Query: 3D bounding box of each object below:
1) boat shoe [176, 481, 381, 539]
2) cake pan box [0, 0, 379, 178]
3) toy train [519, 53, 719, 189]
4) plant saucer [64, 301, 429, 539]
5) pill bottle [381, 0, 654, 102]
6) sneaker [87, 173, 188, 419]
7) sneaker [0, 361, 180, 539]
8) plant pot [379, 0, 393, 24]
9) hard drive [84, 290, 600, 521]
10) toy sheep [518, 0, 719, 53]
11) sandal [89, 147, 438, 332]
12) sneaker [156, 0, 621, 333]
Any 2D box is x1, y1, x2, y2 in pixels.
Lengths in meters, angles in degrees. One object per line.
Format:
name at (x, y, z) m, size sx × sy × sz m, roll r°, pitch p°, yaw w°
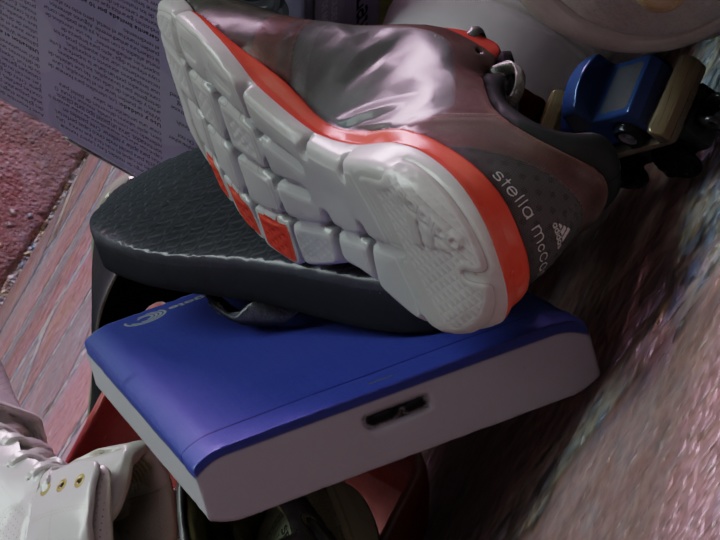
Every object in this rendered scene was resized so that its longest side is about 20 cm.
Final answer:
boat shoe at (-0.023, 0.116, 0.932) m, size 0.072 × 0.066 × 0.201 m, roll -56°, pitch 22°, yaw 15°
cake pan box at (-0.084, -0.117, 1.092) m, size 0.052 × 0.199 × 0.185 m, roll -43°, pitch -30°, yaw -37°
toy train at (0.052, -0.043, 0.992) m, size 0.200 × 0.046 × 0.034 m, roll -12°, pitch 48°, yaw 56°
plant saucer at (-0.063, 0.130, 1.087) m, size 0.200 × 0.037 × 0.200 m, roll 26°, pitch 88°, yaw 55°
pill bottle at (0.079, -0.143, 1.060) m, size 0.201 × 0.111 × 0.111 m, roll -66°, pitch 10°, yaw -17°
sneaker at (-0.083, 0.066, 1.233) m, size 0.106 × 0.074 × 0.201 m, roll -95°, pitch -2°, yaw -74°
sneaker at (-0.113, 0.081, 1.096) m, size 0.115 × 0.074 × 0.201 m, roll -37°, pitch 52°, yaw 27°
plant pot at (-0.030, -0.143, 1.197) m, size 0.200 × 0.190 × 0.200 m, roll -34°, pitch 20°, yaw 14°
hard drive at (-0.013, 0.029, 1.005) m, size 0.131 × 0.025 × 0.200 m, roll -20°, pitch 14°, yaw -11°
toy sheep at (0.092, -0.132, 0.918) m, size 0.138 × 0.137 × 0.200 m, roll -58°, pitch 9°, yaw 25°
sandal at (-0.024, -0.002, 1.019) m, size 0.076 × 0.043 × 0.200 m, roll -33°, pitch 30°, yaw -29°
sneaker at (0.010, -0.045, 0.952) m, size 0.082 × 0.077 × 0.200 m, roll -32°, pitch 41°, yaw -21°
